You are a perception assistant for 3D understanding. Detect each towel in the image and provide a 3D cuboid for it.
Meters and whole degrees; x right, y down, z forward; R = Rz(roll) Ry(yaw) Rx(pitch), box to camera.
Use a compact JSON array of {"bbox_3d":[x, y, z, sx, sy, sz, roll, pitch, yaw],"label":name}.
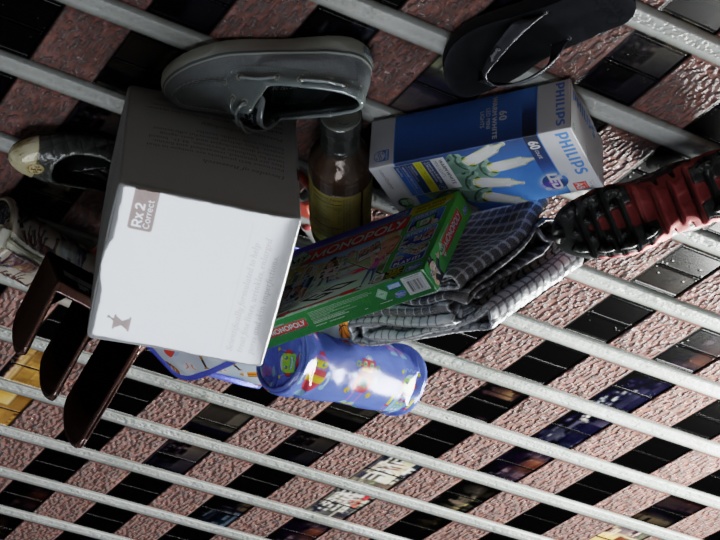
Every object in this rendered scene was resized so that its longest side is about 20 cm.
[{"bbox_3d":[0.090,0.000,1.733,0.200,0.165,0.086,-10,107,49],"label":"towel"}]

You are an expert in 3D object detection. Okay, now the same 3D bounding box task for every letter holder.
[{"bbox_3d":[-0.290,0.078,1.739,0.100,0.143,0.200,29,-179,-15],"label":"letter holder"}]

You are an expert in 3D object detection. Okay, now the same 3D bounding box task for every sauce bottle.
[{"bbox_3d":[-0.018,-0.092,1.719,0.064,0.065,0.200,4,147,0],"label":"sauce bottle"}]

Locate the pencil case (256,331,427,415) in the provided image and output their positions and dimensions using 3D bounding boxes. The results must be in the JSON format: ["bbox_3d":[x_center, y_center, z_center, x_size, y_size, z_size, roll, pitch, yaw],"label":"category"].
[{"bbox_3d":[-0.023,0.097,1.801,0.087,0.078,0.200,18,-178,44],"label":"pencil case"}]

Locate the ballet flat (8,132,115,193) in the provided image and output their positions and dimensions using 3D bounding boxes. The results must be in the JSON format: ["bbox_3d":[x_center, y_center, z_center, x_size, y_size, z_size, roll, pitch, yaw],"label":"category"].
[{"bbox_3d":[-0.246,-0.092,1.749,0.199,0.057,0.067,11,147,-12],"label":"ballet flat"}]

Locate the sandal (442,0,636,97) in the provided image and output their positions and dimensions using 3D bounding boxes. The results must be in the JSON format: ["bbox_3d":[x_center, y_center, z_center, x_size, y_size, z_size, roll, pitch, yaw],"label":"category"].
[{"bbox_3d":[0.147,-0.199,1.543,0.076,0.043,0.200,29,140,-35],"label":"sandal"}]

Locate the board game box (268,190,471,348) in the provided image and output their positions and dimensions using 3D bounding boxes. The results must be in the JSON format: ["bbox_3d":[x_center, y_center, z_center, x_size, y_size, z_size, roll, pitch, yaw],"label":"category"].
[{"bbox_3d":[0.000,0.000,1.681,0.199,0.135,0.029,-20,116,30],"label":"board game box"}]

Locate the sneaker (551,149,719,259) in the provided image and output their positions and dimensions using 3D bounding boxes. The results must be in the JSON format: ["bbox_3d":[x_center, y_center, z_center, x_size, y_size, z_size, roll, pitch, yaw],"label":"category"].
[{"bbox_3d":[0.276,-0.058,1.699,0.200,0.071,0.098,-19,178,-1],"label":"sneaker"}]

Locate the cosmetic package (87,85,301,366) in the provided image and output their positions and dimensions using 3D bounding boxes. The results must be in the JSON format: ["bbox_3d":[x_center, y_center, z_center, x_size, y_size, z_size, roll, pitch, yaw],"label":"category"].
[{"bbox_3d":[-0.152,-0.043,1.635,0.164,0.200,0.165,10,121,-10],"label":"cosmetic package"}]

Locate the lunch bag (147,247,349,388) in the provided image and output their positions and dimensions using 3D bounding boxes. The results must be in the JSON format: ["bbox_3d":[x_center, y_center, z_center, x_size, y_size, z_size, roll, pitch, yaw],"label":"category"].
[{"bbox_3d":[-0.124,0.045,1.871,0.170,0.124,0.200,-24,149,38],"label":"lunch bag"}]

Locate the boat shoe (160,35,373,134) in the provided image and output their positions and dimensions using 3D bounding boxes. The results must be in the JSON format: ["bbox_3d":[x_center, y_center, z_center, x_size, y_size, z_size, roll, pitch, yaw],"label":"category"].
[{"bbox_3d":[-0.088,-0.162,1.602,0.200,0.072,0.070,-5,148,15],"label":"boat shoe"}]

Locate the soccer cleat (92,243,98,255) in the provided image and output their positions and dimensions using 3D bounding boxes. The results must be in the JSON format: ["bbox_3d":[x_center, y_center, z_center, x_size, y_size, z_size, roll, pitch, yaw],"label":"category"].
[{"bbox_3d":[-0.204,-0.008,1.778,0.077,0.200,0.069,-39,123,-11],"label":"soccer cleat"}]

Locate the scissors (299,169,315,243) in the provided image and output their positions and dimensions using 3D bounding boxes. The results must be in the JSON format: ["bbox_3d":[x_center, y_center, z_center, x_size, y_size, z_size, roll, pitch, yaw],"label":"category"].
[{"bbox_3d":[-0.053,-0.053,1.833,0.073,0.014,0.200,-13,144,27],"label":"scissors"}]

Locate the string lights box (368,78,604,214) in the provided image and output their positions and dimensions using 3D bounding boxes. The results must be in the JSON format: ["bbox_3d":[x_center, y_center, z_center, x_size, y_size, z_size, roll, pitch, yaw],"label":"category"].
[{"bbox_3d":[0.119,-0.110,1.677,0.199,0.059,0.103,-11,145,23],"label":"string lights box"}]

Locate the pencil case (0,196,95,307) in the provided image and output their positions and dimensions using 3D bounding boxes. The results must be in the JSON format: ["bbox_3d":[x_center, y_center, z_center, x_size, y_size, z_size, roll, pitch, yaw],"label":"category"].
[{"bbox_3d":[-0.320,-0.003,1.880,0.200,0.078,0.089,34,168,-39],"label":"pencil case"}]
